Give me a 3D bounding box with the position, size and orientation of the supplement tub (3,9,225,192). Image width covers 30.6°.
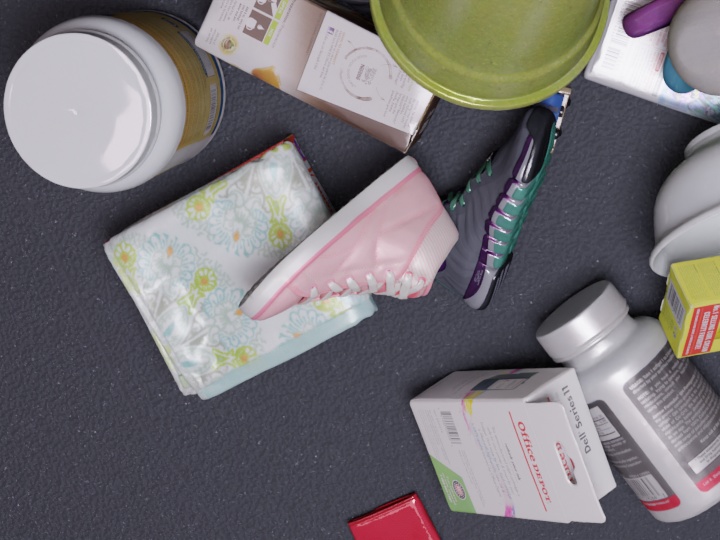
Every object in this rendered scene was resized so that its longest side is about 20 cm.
[{"bbox_3d":[-0.205,-0.145,1.119,0.144,0.200,0.145,2,103,8],"label":"supplement tub"}]

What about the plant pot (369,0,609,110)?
[{"bbox_3d":[0.115,-0.242,0.984,0.200,0.184,0.201,1,80,-6],"label":"plant pot"}]

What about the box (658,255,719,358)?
[{"bbox_3d":[0.356,0.018,1.101,0.200,0.050,0.075,-8,139,-7],"label":"box"}]

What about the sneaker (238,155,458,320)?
[{"bbox_3d":[0.000,0.000,1.102,0.200,0.075,0.105,-40,93,-20],"label":"sneaker"}]

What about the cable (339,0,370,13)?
[{"bbox_3d":[0.014,-0.304,1.125,0.163,0.051,0.200,-13,101,12],"label":"cable"}]

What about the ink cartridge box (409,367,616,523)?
[{"bbox_3d":[0.143,0.149,1.141,0.200,0.067,0.117,-7,107,55],"label":"ink cartridge box"}]

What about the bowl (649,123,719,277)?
[{"bbox_3d":[0.324,-0.070,1.077,0.201,0.201,0.091,-15,70,12],"label":"bowl"}]

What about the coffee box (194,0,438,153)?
[{"bbox_3d":[-0.026,-0.185,1.126,0.200,0.114,0.080,27,105,3],"label":"coffee box"}]

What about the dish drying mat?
[{"bbox_3d":[0.064,0.316,1.277,0.077,0.018,0.200,-25,97,13],"label":"dish drying mat"}]

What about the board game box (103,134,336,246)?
[{"bbox_3d":[-0.112,-0.011,1.214,0.200,0.046,0.152,-29,97,14],"label":"board game box"}]

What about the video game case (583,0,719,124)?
[{"bbox_3d":[0.307,-0.228,1.110,0.182,0.024,0.200,19,104,4],"label":"video game case"}]

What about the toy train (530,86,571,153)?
[{"bbox_3d":[0.177,-0.192,1.126,0.034,0.046,0.200,15,105,5],"label":"toy train"}]

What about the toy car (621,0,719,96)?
[{"bbox_3d":[0.271,-0.225,1.037,0.150,0.175,0.200,-5,105,45],"label":"toy car"}]

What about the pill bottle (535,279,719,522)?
[{"bbox_3d":[0.244,0.111,1.152,0.111,0.111,0.200,-37,95,15],"label":"pill bottle"}]

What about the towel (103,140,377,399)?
[{"bbox_3d":[-0.108,0.005,1.169,0.200,0.048,0.171,-26,99,13],"label":"towel"}]

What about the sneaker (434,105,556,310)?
[{"bbox_3d":[0.101,-0.060,1.141,0.087,0.074,0.200,25,122,12],"label":"sneaker"}]
